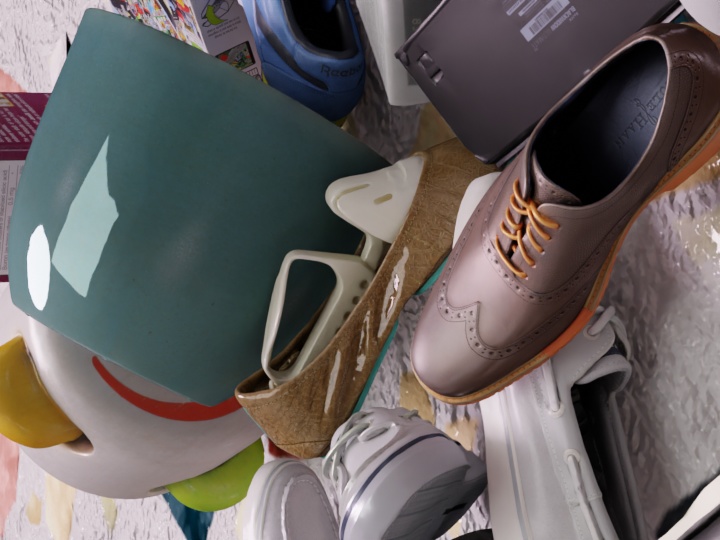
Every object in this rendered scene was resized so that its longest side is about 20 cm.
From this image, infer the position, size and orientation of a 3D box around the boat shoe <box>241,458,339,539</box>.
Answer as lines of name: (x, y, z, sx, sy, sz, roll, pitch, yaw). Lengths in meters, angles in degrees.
boat shoe: (-0.019, 0.208, 1.009, 0.068, 0.072, 0.200, -20, 71, 44)

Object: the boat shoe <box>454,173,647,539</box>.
boat shoe: (0.091, 0.048, 0.778, 0.068, 0.072, 0.200, -16, 68, 34)

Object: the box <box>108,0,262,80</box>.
box: (-0.121, -0.165, 1.150, 0.200, 0.035, 0.110, 37, 150, 55)

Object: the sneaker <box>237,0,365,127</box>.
sneaker: (-0.044, -0.179, 1.011, 0.200, 0.066, 0.078, 66, 153, 25)

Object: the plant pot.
plant pot: (-0.099, -0.024, 0.935, 0.161, 0.200, 0.200, -62, 31, -3)

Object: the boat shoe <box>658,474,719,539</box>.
boat shoe: (0.145, 0.137, 0.681, 0.201, 0.074, 0.063, -56, 37, 42)

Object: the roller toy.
roller toy: (-0.135, 0.043, 1.077, 0.140, 0.200, 0.183, -36, 41, 57)

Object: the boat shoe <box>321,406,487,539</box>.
boat shoe: (0.011, 0.101, 0.823, 0.067, 0.200, 0.074, 37, 89, 13)

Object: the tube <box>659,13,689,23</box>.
tube: (0.101, -0.143, 0.776, 0.200, 0.050, 0.077, 67, 154, 22)

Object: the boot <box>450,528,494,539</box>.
boot: (0.057, 0.255, 0.878, 0.165, 0.066, 0.200, -52, 53, 53)

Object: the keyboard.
keyboard: (0.071, -0.135, 0.756, 0.127, 0.021, 0.200, 53, 144, 2)

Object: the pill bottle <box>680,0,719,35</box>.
pill bottle: (0.152, -0.149, 0.594, 0.120, 0.119, 0.200, -53, 48, 50)

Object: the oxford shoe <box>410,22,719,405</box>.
oxford shoe: (0.075, -0.024, 0.710, 0.071, 0.073, 0.200, 44, 112, 24)

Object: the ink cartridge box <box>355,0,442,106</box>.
ink cartridge box: (0.015, -0.203, 0.900, 0.200, 0.057, 0.163, -99, 3, -57)

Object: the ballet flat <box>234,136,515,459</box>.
ballet flat: (0.000, 0.000, 0.861, 0.200, 0.072, 0.068, -58, 16, 9)

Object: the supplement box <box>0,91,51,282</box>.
supplement box: (-0.217, -0.061, 1.210, 0.131, 0.200, 0.103, 42, 128, 54)
